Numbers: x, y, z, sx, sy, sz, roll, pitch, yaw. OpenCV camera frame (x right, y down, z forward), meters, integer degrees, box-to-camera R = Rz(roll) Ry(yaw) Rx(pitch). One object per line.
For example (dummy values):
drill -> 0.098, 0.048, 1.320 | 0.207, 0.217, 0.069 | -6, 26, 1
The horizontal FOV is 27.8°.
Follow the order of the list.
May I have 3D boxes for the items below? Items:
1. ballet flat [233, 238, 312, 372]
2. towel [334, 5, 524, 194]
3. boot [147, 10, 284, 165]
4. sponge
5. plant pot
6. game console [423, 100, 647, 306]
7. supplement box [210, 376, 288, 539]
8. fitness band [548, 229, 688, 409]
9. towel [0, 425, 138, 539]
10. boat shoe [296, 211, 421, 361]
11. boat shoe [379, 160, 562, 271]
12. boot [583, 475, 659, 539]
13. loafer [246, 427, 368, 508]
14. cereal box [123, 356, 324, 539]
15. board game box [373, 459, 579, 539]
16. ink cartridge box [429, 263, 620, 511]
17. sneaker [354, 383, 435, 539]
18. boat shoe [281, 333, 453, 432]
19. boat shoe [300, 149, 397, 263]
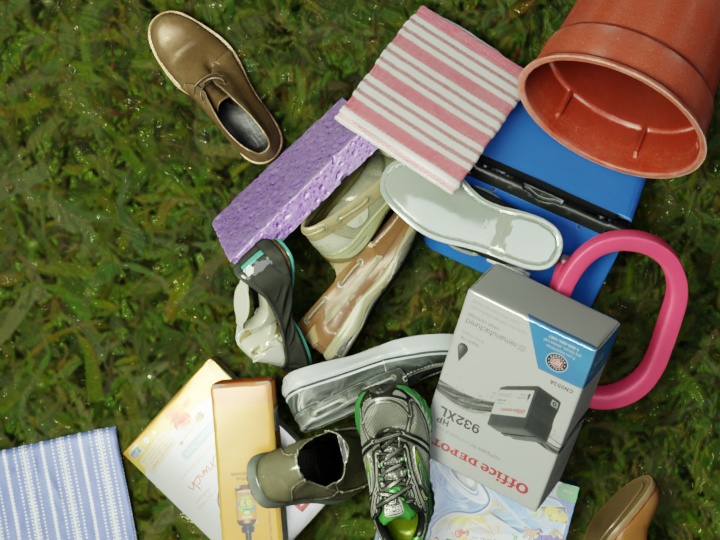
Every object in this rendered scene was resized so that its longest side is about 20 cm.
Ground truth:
ballet flat -> -0.098, 0.048, 1.501 | 0.068, 0.201, 0.068 | -32, 50, -21
towel -> 0.078, -0.176, 1.500 | 0.145, 0.030, 0.201 | 33, 55, 4
boot -> -0.155, -0.200, 1.546 | 0.073, 0.075, 0.200 | -41, 88, 5
sponge -> -0.069, -0.091, 1.526 | 0.200, 0.112, 0.030 | -44, 118, 3
plant pot -> 0.287, -0.230, 1.460 | 0.199, 0.201, 0.197 | 27, 71, 2
game console -> 0.191, -0.081, 1.558 | 0.198, 0.119, 0.172 | 24, 123, 3
supplement box -> -0.114, 0.214, 1.516 | 0.066, 0.069, 0.203 | -4, 89, 2
fitness band -> 0.261, 0.051, 1.516 | 0.142, 0.038, 0.202 | 11, 113, -8
towel -> -0.349, 0.261, 1.593 | 0.197, 0.024, 0.147 | -12, 88, 2
boat shoe -> 0.000, 0.000, 1.542 | 0.073, 0.076, 0.201 | 32, 92, 5
boat shoe -> 0.111, -0.051, 1.490 | 0.198, 0.060, 0.076 | 29, 87, 4
boot -> 0.301, 0.334, 1.541 | 0.154, 0.074, 0.201 | 33, 87, -8
loafer -> -0.030, 0.202, 1.491 | 0.069, 0.199, 0.076 | -23, 81, 35
cereal box -> -0.136, 0.213, 1.569 | 0.200, 0.040, 0.144 | 43, 93, 1
board game box -> 0.121, 0.267, 1.559 | 0.197, 0.034, 0.137 | 15, 92, 2
ink cartridge box -> 0.158, 0.120, 1.480 | 0.144, 0.084, 0.202 | 25, 119, 17
sneaker -> 0.041, 0.202, 1.464 | 0.077, 0.085, 0.202 | -9, 117, 8
boat shoe -> 0.018, 0.122, 1.529 | 0.198, 0.072, 0.072 | -16, 70, -7
boat shoe -> 0.011, -0.104, 1.521 | 0.073, 0.063, 0.201 | 29, 78, 42
